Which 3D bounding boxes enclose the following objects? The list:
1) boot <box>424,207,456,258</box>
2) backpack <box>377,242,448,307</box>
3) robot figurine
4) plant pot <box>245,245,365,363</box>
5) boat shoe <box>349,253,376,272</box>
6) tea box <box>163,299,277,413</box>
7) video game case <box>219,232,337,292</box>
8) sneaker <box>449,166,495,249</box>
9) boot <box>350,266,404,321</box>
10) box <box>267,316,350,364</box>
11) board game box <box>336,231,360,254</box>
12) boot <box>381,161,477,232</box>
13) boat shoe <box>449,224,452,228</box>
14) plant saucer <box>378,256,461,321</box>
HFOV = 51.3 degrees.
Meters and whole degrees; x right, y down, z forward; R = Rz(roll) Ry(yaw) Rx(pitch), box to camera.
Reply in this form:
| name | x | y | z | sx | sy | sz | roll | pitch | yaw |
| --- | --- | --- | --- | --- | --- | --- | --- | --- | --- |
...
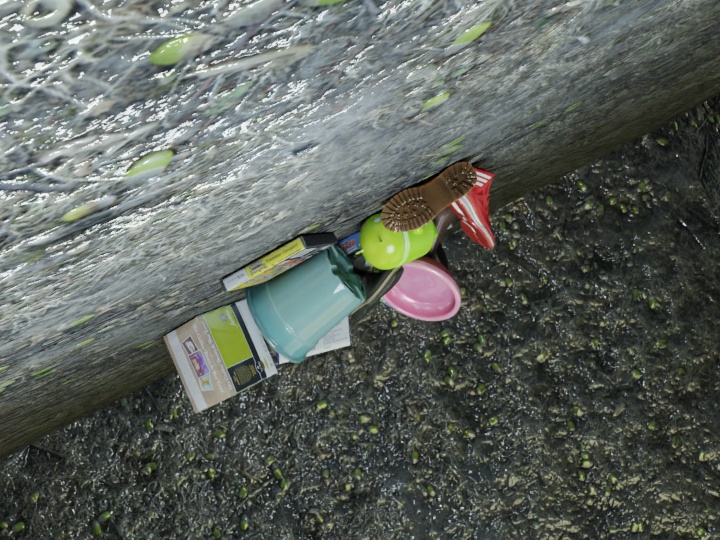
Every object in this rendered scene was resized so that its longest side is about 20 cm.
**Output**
| name | x | y | z | sx | sy | sz | roll | pitch | yaw |
| --- | --- | --- | --- | --- | --- | --- | --- | --- | --- |
| boot | 0.175 | -0.092 | 1.663 | 0.071 | 0.170 | 0.200 | 17 | 179 | -4 |
| backpack | 0.111 | -0.002 | 1.867 | 0.196 | 0.156 | 0.164 | -16 | 138 | 16 |
| robot figurine | 0.077 | -0.071 | 1.559 | 0.198 | 0.118 | 0.174 | -23 | 177 | -45 |
| plant pot | -0.104 | 0.054 | 1.573 | 0.194 | 0.203 | 0.200 | -34 | 175 | 15 |
| boat shoe | 0.000 | 0.000 | 1.739 | 0.201 | 0.067 | 0.076 | 113 | -5 | -60 |
| tea box | -0.337 | 0.204 | 1.821 | 0.132 | 0.204 | 0.196 | -27 | 176 | 31 |
| video game case | -0.148 | -0.018 | 1.410 | 0.178 | 0.026 | 0.200 | -28 | 177 | 15 |
| sneaker | 0.258 | -0.138 | 1.567 | 0.116 | 0.078 | 0.200 | -53 | 140 | -10 |
| boot | -0.001 | 0.011 | 1.643 | 0.077 | 0.139 | 0.200 | -33 | 171 | -46 |
| box | -0.140 | 0.113 | 1.807 | 0.180 | 0.107 | 0.200 | -13 | -154 | -17 |
| board game box | -0.060 | -0.034 | 1.780 | 0.133 | 0.035 | 0.200 | -27 | 176 | -6 |
| boot | 0.130 | -0.134 | 1.435 | 0.197 | 0.076 | 0.107 | -28 | -178 | 3 |
| boat shoe | 0.179 | -0.112 | 2.157 | 0.197 | 0.070 | 0.072 | -25 | 177 | -28 |
| plant saucer | 0.134 | 0.034 | 1.684 | 0.199 | 0.199 | 0.051 | -29 | -151 | 48 |
